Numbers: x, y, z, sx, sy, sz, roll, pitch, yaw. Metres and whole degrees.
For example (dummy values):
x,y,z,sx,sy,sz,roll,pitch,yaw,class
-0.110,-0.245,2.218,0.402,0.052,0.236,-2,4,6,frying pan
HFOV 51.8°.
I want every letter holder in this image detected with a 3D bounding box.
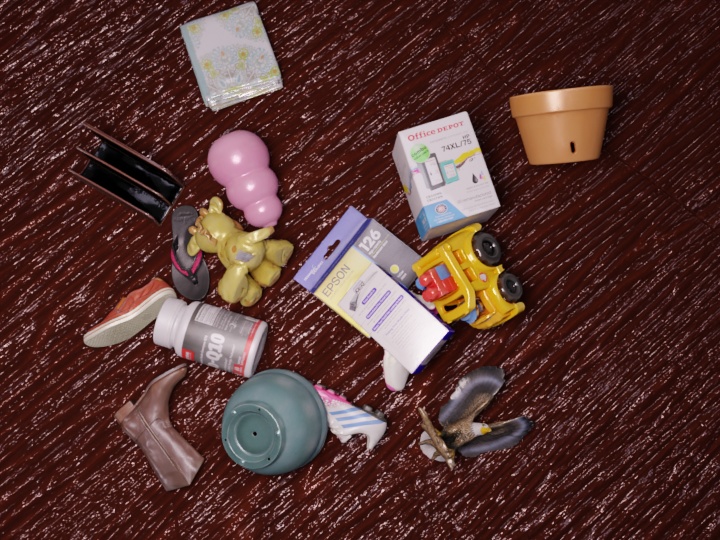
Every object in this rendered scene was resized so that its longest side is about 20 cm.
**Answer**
x,y,z,sx,sy,sz,roll,pitch,yaw,class
-0.470,-0.190,1.467,0.200,0.142,0.101,30,83,2,letter holder

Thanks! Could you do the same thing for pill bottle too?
x,y,z,sx,sy,sz,roll,pitch,yaw,class
-0.291,0.127,1.443,0.200,0.114,0.114,17,82,1,pill bottle

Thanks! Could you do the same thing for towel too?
x,y,z,sx,sy,sz,roll,pitch,yaw,class
-0.270,-0.449,1.556,0.171,0.048,0.200,-19,83,-7,towel

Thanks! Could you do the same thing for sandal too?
x,y,z,sx,sy,sz,roll,pitch,yaw,class
-0.351,-0.036,1.498,0.075,0.045,0.200,-9,83,-3,sandal

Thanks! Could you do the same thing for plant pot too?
x,y,z,sx,sy,sz,roll,pitch,yaw,class
0.403,-0.288,1.485,0.200,0.200,0.140,-5,99,-2,plant pot
-0.177,0.293,1.383,0.200,0.134,0.201,1,92,17,plant pot

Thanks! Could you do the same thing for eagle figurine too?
x,y,z,sx,sy,sz,roll,pitch,yaw,class
0.218,0.299,1.442,0.200,0.151,0.152,-27,128,-33,eagle figurine

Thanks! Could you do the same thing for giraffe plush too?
x,y,z,sx,sy,sz,roll,pitch,yaw,class
-0.253,-0.046,1.444,0.162,0.200,0.173,36,78,22,giraffe plush

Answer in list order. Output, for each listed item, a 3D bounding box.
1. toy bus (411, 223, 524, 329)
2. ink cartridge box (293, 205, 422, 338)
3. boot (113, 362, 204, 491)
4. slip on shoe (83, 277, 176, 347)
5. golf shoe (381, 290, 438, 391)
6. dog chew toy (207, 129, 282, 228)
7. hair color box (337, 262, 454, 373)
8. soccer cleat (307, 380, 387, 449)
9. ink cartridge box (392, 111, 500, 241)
x,y,z,sx,sy,sz,roll,pitch,yaw,class
0.191,0.034,1.415,0.192,0.136,0.200,-26,84,-44,toy bus
0.000,0.000,1.503,0.200,0.047,0.198,38,84,1,ink cartridge box
-0.355,0.307,1.442,0.186,0.064,0.200,-41,82,7,boot
-0.461,0.085,1.474,0.200,0.074,0.061,-36,62,-5,slip on shoe
0.100,0.143,1.453,0.091,0.075,0.200,10,89,34,golf shoe
-0.223,-0.177,1.486,0.124,0.125,0.200,-25,92,-4,dog chew toy
0.067,0.090,1.409,0.200,0.065,0.109,42,97,17,hair color box
-0.047,0.284,1.450,0.200,0.070,0.086,24,82,2,soccer cleat
0.166,-0.184,1.478,0.147,0.146,0.200,-18,83,-4,ink cartridge box
